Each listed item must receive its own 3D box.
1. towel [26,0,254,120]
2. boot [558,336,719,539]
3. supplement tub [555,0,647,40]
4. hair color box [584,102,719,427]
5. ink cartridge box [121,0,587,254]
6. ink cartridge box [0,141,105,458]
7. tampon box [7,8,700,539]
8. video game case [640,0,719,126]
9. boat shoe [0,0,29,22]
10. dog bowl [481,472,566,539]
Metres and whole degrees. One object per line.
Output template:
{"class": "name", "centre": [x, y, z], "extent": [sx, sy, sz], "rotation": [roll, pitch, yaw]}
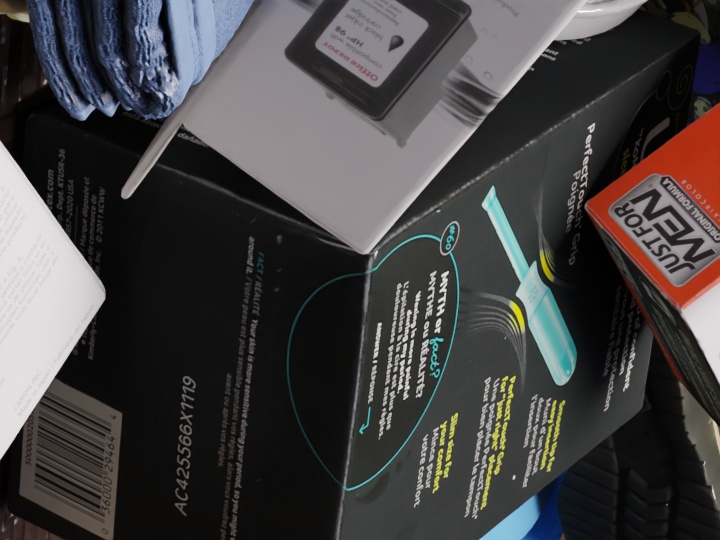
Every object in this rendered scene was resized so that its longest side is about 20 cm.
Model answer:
{"class": "towel", "centre": [-0.027, -0.141, 0.764], "extent": [0.112, 0.048, 0.201], "rotation": [89, 26, -53]}
{"class": "boot", "centre": [0.139, 0.036, 1.182], "extent": [0.139, 0.077, 0.201], "rotation": [-53, 151, -35]}
{"class": "supplement tub", "centre": [0.087, -0.176, 0.898], "extent": [0.145, 0.145, 0.200], "rotation": [-39, 173, -42]}
{"class": "hair color box", "centre": [0.178, -0.036, 0.953], "extent": [0.200, 0.061, 0.102], "rotation": [-37, 138, -4]}
{"class": "ink cartridge box", "centre": [0.022, -0.089, 0.816], "extent": [0.200, 0.067, 0.116], "rotation": [-49, -170, 44]}
{"class": "ink cartridge box", "centre": [-0.155, 0.016, 0.785], "extent": [0.161, 0.050, 0.200], "rotation": [-57, 149, -17]}
{"class": "tampon box", "centre": [0.000, 0.000, 0.961], "extent": [0.200, 0.126, 0.151], "rotation": [-33, 138, -49]}
{"class": "video game case", "centre": [0.138, -0.109, 1.049], "extent": [0.036, 0.199, 0.182], "rotation": [-43, 145, -35]}
{"class": "boat shoe", "centre": [-0.067, -0.097, 0.835], "extent": [0.200, 0.062, 0.074], "rotation": [-23, 129, -55]}
{"class": "dog bowl", "centre": [0.053, 0.034, 1.168], "extent": [0.111, 0.049, 0.201], "rotation": [-28, 134, -51]}
